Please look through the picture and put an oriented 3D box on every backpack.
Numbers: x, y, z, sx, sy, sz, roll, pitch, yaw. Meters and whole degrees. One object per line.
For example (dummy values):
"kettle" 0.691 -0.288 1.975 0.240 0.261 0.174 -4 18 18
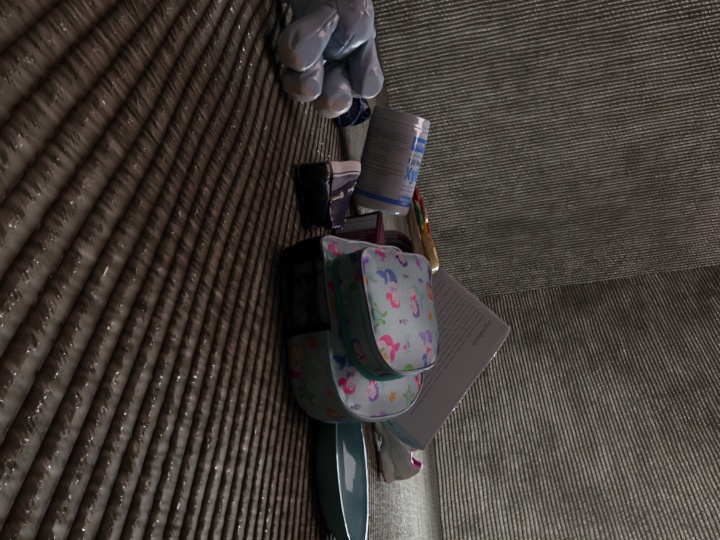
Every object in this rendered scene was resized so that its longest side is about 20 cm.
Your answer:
"backpack" 0.002 0.069 0.689 0.175 0.148 0.207 7 79 -49

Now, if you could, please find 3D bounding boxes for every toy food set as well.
"toy food set" 0.136 -0.087 1.380 0.200 0.047 0.204 24 53 -84

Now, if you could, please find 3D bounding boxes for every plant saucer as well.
"plant saucer" -0.024 0.249 0.768 0.200 0.035 0.206 -8 90 -83

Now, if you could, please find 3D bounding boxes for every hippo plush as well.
"hippo plush" -0.061 -0.324 0.806 0.161 0.156 0.204 50 -31 39

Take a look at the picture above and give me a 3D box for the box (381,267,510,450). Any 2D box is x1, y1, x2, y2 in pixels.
"box" 0.087 0.131 0.872 0.201 0.130 0.199 -50 174 -12

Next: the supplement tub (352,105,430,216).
"supplement tub" 0.063 -0.228 1.279 0.132 0.128 0.206 -56 161 -78

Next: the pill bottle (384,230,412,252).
"pill bottle" 0.068 0.017 1.357 0.113 0.108 0.203 74 12 -45

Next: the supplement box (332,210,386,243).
"supplement box" 0.000 0.000 0.986 0.202 0.083 0.113 -82 162 -60

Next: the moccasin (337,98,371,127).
"moccasin" -0.014 -0.341 1.254 0.200 0.066 0.083 -69 150 -73

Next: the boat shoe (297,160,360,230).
"boat shoe" -0.043 -0.109 0.878 0.200 0.072 0.096 -34 123 -72

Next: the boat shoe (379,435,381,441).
"boat shoe" 0.059 0.256 1.259 0.074 0.059 0.206 -10 92 -81

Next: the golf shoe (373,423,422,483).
"golf shoe" 0.071 0.312 1.193 0.075 0.089 0.206 -39 119 -79
